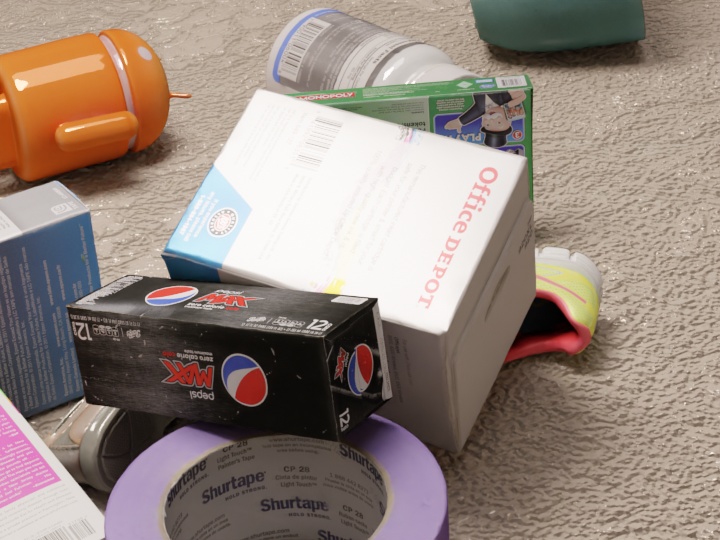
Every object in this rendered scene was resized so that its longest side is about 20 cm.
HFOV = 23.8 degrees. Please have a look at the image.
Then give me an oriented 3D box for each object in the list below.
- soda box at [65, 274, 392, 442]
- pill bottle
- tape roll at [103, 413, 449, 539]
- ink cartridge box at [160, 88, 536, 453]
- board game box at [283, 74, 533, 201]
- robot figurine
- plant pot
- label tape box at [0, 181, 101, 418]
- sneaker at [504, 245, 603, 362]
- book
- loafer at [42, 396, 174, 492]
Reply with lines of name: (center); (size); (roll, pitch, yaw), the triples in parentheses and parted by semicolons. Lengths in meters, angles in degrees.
soda box: (-0.082, 0.050, 1.043); (0.198, 0.072, 0.063); (5, 24, 33)
pill bottle: (0.018, -0.152, 1.498); (0.113, 0.115, 0.199); (-26, 37, -33)
tape roll: (-0.046, 0.167, 0.993); (0.197, 0.086, 0.201); (-3, 31, 2)
ink cartridge box: (0.000, 0.000, 1.131); (0.198, 0.145, 0.148); (17, 58, 20)
board game box: (0.037, -0.080, 1.352); (0.197, 0.136, 0.029); (-4, 30, -1)
robot figurine: (-0.257, -0.150, 1.527); (0.198, 0.118, 0.144); (-17, -6, -21)
plant pot: (0.178, -0.305, 1.670); (0.159, 0.202, 0.201); (-13, 29, 7)
label tape box: (-0.276, 0.040, 1.178); (0.198, 0.145, 0.066); (-20, 34, -25)
sneaker: (0.078, 0.026, 1.225); (0.197, 0.079, 0.091); (-2, 32, 3)
book: (-0.250, 0.149, 1.074); (0.133, 0.048, 0.200); (-26, 38, -22)
loafer: (-0.147, 0.075, 1.183); (0.062, 0.073, 0.200); (4, 34, 30)
